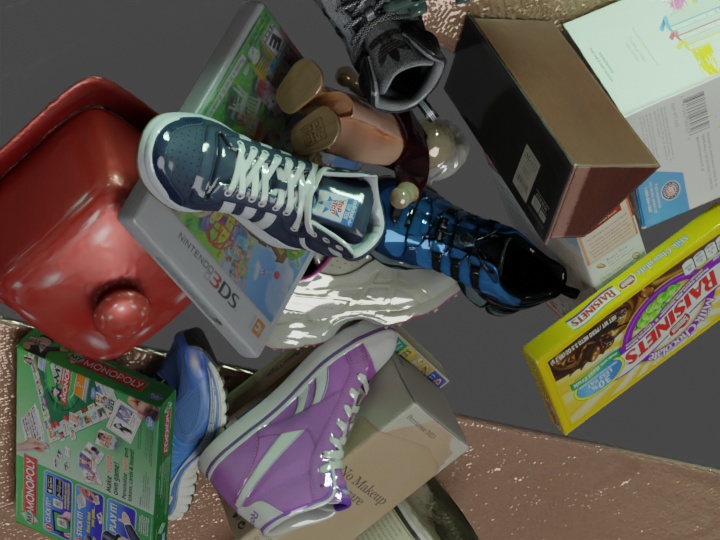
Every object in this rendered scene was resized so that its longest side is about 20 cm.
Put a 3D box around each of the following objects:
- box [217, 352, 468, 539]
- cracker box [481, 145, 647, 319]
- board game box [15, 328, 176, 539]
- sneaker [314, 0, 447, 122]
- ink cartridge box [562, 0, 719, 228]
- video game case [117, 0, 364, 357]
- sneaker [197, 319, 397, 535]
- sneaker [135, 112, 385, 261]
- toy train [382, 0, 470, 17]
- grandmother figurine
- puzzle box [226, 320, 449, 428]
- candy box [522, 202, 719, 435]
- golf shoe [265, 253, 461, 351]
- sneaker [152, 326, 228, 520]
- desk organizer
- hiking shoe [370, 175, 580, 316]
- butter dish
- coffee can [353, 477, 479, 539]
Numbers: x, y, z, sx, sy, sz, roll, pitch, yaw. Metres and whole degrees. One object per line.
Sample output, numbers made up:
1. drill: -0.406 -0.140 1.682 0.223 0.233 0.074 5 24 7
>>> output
1. box: -0.017 0.166 1.839 0.200 0.078 0.095 -40 133 13
2. cracker box: 0.179 -0.022 1.753 0.058 0.134 0.201 -34 136 -9
3. board game box: -0.218 0.153 1.751 0.029 0.134 0.201 -50 156 -46
4. sneaker: 0.005 -0.190 1.548 0.075 0.114 0.200 -33 134 6
5. ink cartridge box: 0.281 -0.150 1.695 0.199 0.126 0.129 -22 135 -4
6. video game case: -0.081 -0.066 1.600 0.182 0.022 0.201 51 59 -44
7. sneaker: -0.023 0.136 1.761 0.200 0.114 0.073 -43 158 -8
8. sneaker: -0.062 -0.059 1.521 0.200 0.108 0.071 25 78 -50
9. toy train: 0.084 -0.236 1.504 0.199 0.114 0.086 -25 99 -45
10. grandmother figurine: 0.019 -0.102 1.634 0.060 0.122 0.199 -20 165 31
11. puzzle box: -0.036 0.116 1.859 0.200 0.025 0.133 -38 134 11
12. candy box: 0.225 0.040 1.717 0.199 0.026 0.102 -36 139 -9
13. golf shoe: 0.000 0.000 1.743 0.199 0.075 0.092 -16 123 -17
14. sneaker: -0.169 0.132 1.778 0.089 0.079 0.201 1 128 -28
15. desk organizer: 0.142 -0.110 1.619 0.076 0.200 0.072 -1 129 -25
16. hiking shoe: 0.079 -0.027 1.703 0.199 0.075 0.086 24 162 -31
17. butter dish: -0.191 -0.009 1.597 0.199 0.148 0.200 -41 132 13
18. coffee can: -0.004 0.279 1.931 0.200 0.147 0.146 -39 133 12
